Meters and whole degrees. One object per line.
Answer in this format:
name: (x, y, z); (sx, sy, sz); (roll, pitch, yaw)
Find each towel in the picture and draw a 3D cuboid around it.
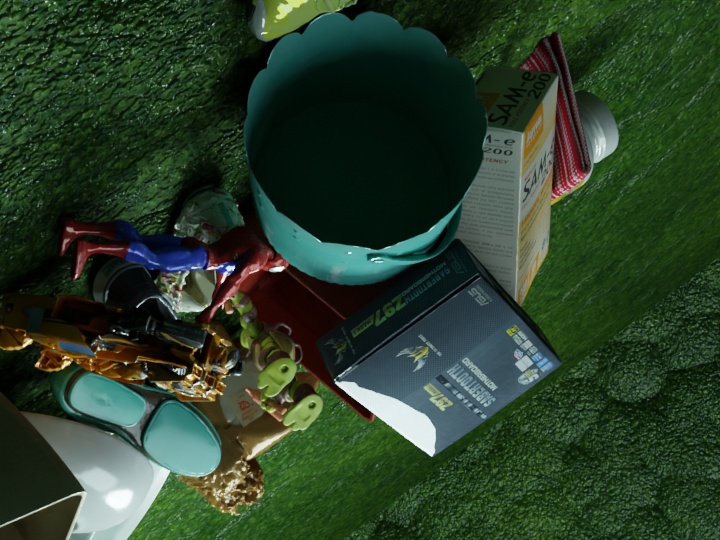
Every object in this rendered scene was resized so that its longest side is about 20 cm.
towel: (0.174, -0.140, 1.299); (0.022, 0.146, 0.200); (-11, 173, -13)

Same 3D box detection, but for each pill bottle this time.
pill bottle: (0.195, -0.126, 1.482); (0.199, 0.113, 0.113); (-31, 161, -21)

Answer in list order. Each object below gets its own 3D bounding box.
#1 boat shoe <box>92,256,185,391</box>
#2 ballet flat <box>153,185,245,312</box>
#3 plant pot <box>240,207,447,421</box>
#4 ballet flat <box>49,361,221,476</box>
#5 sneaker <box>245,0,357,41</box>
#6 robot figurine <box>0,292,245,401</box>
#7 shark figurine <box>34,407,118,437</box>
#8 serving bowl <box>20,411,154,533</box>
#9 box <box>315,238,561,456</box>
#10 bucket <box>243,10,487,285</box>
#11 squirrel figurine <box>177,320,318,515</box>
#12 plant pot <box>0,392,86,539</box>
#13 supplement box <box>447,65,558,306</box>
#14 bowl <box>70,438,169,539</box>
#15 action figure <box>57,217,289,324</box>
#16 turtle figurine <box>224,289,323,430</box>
boat shoe: (-0.193, 0.068, 1.206); (0.072, 0.068, 0.201); (-34, 147, -22)
ballet flat: (-0.149, -0.001, 1.204); (0.075, 0.064, 0.200); (-29, 161, -27)
plant pot: (0.000, 0.000, 1.312); (0.176, 0.200, 0.200); (-45, 166, -22)
ballet flat: (-0.214, 0.133, 1.227); (0.200, 0.070, 0.068); (37, 84, -39)
sneaker: (0.004, -0.228, 0.925); (0.200, 0.077, 0.075); (-38, 164, 3)
robot figurine: (-0.196, 0.065, 1.080); (0.145, 0.199, 0.059); (51, 51, -66)
shark figurine: (-0.269, 0.134, 1.295); (0.214, 0.089, 0.129); (-35, 130, -36)
serving bowl: (-0.300, 0.204, 1.221); (0.199, 0.066, 0.200); (7, 151, 4)
box: (0.075, 0.076, 1.161); (0.157, 0.051, 0.200); (-36, 140, 9)
bucket: (0.000, -0.092, 1.060); (0.207, 0.208, 0.135); (-33, 167, -14)
squirrel figurine: (-0.150, 0.173, 1.478); (0.187, 0.141, 0.201); (146, -36, -77)
plant pot: (-0.366, 0.186, 1.046); (0.199, 0.177, 0.200); (-20, 155, -34)
supplement box: (0.133, -0.074, 1.212); (0.126, 0.073, 0.201); (-56, 150, -49)
bowl: (-0.287, 0.234, 1.424); (0.202, 0.090, 0.201); (-57, 171, -14)
action figure: (-0.154, 0.008, 1.085); (0.199, 0.065, 0.099); (0, 120, -29)
turtle figurine: (-0.086, 0.095, 1.300); (0.064, 0.161, 0.201); (-23, 119, -11)
